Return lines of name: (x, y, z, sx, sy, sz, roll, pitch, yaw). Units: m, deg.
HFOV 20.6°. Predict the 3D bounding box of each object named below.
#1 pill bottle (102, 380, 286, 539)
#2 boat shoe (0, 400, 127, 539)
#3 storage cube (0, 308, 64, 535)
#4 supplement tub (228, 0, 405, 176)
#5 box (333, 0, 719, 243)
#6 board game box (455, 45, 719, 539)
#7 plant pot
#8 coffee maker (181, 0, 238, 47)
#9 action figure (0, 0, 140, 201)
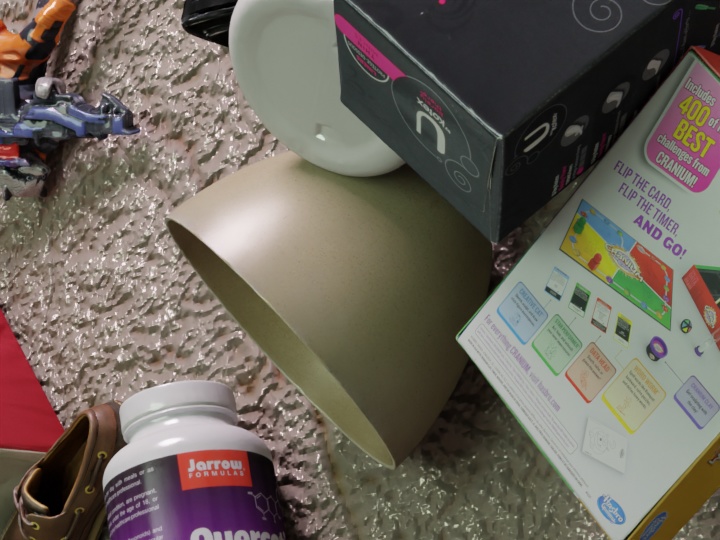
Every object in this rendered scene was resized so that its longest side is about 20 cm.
pill bottle: (-0.103, 0.177, 1.270, 0.112, 0.112, 0.200, -29, 62, 36)
boat shoe: (-0.218, 0.164, 1.417, 0.200, 0.068, 0.072, -50, 51, 24)
storage cube: (-0.351, 0.125, 1.484, 0.200, 0.171, 0.180, -52, 50, 22)
supplement tub: (0.029, -0.157, 1.137, 0.132, 0.200, 0.132, 24, 137, 24)
box: (0.098, -0.133, 0.983, 0.200, 0.106, 0.122, -40, 68, -17)
board game box: (0.155, 0.016, 0.973, 0.200, 0.040, 0.153, -52, 54, 23)
plant pot: (0.000, 0.000, 1.179, 0.134, 0.200, 0.200, -42, 47, -9)
coffee maker: (-0.053, -0.242, 1.265, 0.135, 0.192, 0.200, 157, 121, -70)
action figure: (-0.238, -0.146, 1.517, 0.200, 0.105, 0.194, 12, 97, 20)
